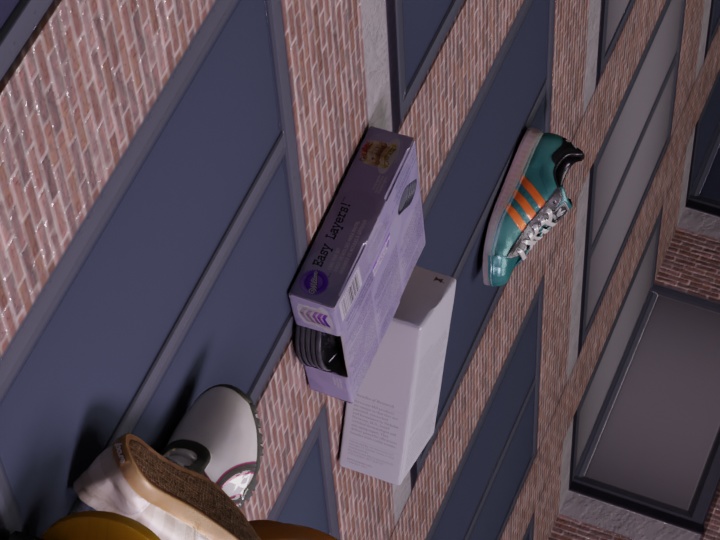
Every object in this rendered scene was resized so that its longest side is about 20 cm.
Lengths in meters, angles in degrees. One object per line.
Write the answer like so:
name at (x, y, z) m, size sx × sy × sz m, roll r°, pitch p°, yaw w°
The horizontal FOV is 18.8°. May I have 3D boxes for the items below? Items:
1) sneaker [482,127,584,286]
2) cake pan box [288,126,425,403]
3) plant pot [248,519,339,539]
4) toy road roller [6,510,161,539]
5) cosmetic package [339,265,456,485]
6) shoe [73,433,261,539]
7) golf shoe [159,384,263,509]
sneaker at (0.204, -0.069, 2.569) m, size 0.071 × 0.080 × 0.200 m, roll 52°, pitch 57°, yaw -72°
cake pan box at (0.000, 0.000, 1.983) m, size 0.184 × 0.052 × 0.200 m, roll 76°, pitch 34°, yaw -59°
plant pot at (-0.076, 0.288, 1.771) m, size 0.183 × 0.200 × 0.200 m, roll -128°, pitch -127°, yaw -77°
toy road roller at (-0.188, 0.262, 1.478) m, size 0.146 × 0.123 × 0.200 m, roll -47°, pitch 152°, yaw -82°
cosmetic package at (0.036, 0.103, 2.186) m, size 0.101 × 0.071 × 0.200 m, roll -52°, pitch 155°, yaw -52°
shoe at (-0.132, 0.180, 1.579) m, size 0.053 × 0.070 × 0.200 m, roll -38°, pitch 135°, yaw 9°
golf shoe at (-0.135, 0.167, 1.648) m, size 0.088 × 0.077 × 0.200 m, roll 64°, pitch 43°, yaw -56°
